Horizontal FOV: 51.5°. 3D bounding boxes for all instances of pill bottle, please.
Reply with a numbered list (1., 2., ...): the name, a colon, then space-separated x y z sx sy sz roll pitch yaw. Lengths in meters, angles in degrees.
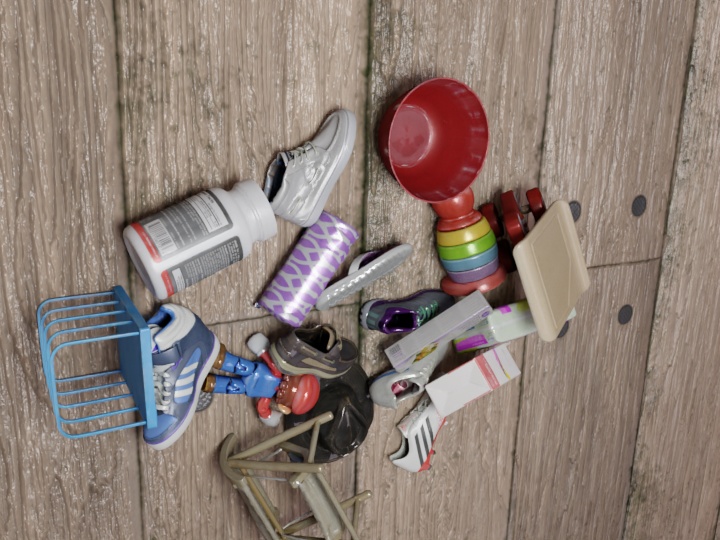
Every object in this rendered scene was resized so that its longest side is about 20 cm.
1. pill bottle: -0.230 -0.051 1.088 0.200 0.116 0.116 -28 117 -21

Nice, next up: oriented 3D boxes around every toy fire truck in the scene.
1. toy fire truck: 0.298 -0.043 1.357 0.112 0.168 0.200 -18 119 17

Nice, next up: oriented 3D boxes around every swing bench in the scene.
1. swing bench: -0.109 0.364 1.224 0.200 0.130 0.199 -16 118 15

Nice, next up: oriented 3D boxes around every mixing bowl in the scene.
1. mixing bowl: 0.103 -0.219 1.242 0.200 0.108 0.201 -9 108 -29

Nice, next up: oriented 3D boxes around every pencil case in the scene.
1. pencil case: -0.082 0.000 1.214 0.200 0.084 0.085 -55 161 -3

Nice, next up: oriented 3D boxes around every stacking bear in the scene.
1. stacking bear: 0.183 -0.066 1.336 0.121 0.114 0.200 -21 106 -5

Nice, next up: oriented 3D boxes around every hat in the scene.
1. hat: -0.038 0.263 1.313 0.200 0.081 0.201 -8 108 -28

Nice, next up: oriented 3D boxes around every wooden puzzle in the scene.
1. wooden puzzle: 0.328 -0.003 1.290 0.200 0.037 0.185 -39 115 -44

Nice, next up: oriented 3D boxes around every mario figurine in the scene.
1. mario figurine: -0.162 0.182 1.235 0.200 0.106 0.123 20 131 -24

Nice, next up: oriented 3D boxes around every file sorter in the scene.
1. file sorter: -0.360 0.121 1.011 0.122 0.200 0.139 -8 108 -26

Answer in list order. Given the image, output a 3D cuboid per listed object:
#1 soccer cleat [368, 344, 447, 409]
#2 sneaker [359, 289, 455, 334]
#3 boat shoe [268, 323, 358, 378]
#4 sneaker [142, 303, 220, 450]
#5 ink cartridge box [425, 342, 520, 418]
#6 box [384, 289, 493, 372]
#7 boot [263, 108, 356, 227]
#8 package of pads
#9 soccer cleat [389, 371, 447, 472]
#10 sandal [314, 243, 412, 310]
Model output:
1. soccer cleat: 0.106 0.187 1.366 0.200 0.086 0.070 -36 120 -27
2. sneaker: 0.102 0.085 1.341 0.200 0.087 0.075 -10 109 -28
3. boat shoe: -0.061 0.131 1.231 0.073 0.075 0.200 -46 154 24
4. sneaker: -0.297 0.146 1.094 0.146 0.080 0.200 50 57 -49
5. ink cartridge box: 0.218 0.198 1.380 0.200 0.116 0.068 -9 67 -60
6. box: 0.137 0.108 1.309 0.200 0.041 0.039 -34 148 5
7. boot: -0.083 -0.170 1.165 0.095 0.074 0.200 19 95 -40
8. package of pads: 0.285 0.097 1.417 0.200 0.154 0.068 -14 82 -26
9. soccer cleat: 0.116 0.287 1.424 0.085 0.069 0.200 17 93 -19
10. sandal: 0.001 -0.003 1.276 0.202 0.082 0.050 -31 75 -18
